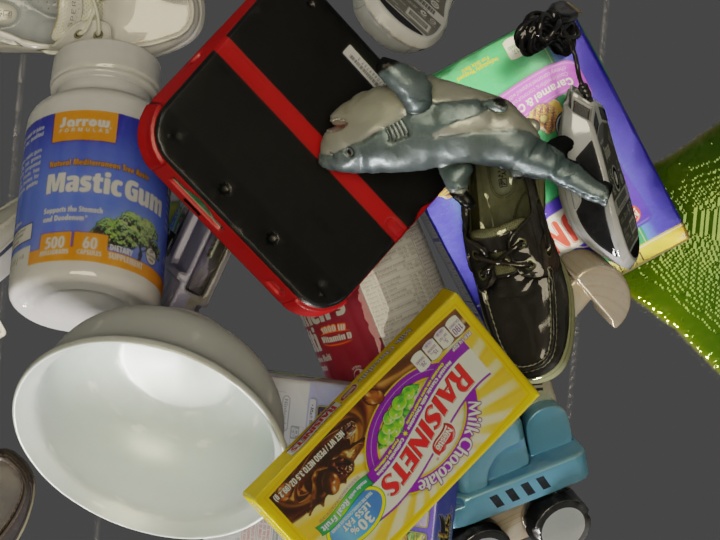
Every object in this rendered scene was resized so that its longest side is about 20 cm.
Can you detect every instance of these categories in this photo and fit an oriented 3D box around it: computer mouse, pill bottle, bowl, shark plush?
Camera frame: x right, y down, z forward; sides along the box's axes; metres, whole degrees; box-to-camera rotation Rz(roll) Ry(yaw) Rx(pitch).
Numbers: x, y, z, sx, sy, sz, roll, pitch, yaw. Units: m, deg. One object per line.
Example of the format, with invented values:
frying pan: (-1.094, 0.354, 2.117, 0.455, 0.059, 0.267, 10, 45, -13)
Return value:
computer mouse: (0.034, -0.210, 1.600, 0.110, 0.200, 0.044, 43, 124, -9)
pill bottle: (0.000, 0.000, 1.639, 0.109, 0.110, 0.201, -23, 92, 1)
bowl: (-0.135, 0.090, 1.539, 0.200, 0.091, 0.202, 9, 135, 10)
computer mouse: (0.154, -0.093, 1.576, 0.044, 0.110, 0.201, -13, 100, 17)
shark plush: (0.075, -0.083, 1.534, 0.199, 0.091, 0.084, 17, 91, -7)
pill bottle: (-0.194, -0.064, 1.611, 0.112, 0.112, 0.201, 2, 67, 0)

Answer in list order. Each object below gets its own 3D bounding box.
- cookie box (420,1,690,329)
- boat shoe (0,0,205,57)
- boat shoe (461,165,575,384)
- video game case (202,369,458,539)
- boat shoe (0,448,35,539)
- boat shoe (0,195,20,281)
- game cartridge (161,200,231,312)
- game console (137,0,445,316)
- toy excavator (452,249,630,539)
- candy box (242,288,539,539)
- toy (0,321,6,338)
cookie box: (0.125, -0.072, 1.655, 0.171, 0.075, 0.201, -28, 92, 0)
boat shoe: (-0.217, -0.192, 1.652, 0.199, 0.069, 0.071, -2, 89, -1)
boat shoe: (0.103, -0.020, 1.559, 0.072, 0.066, 0.202, -14, 72, 24)
video game case: (-0.023, 0.179, 1.583, 0.181, 0.045, 0.201, 7, 92, 24)
boat shoe: (-0.320, 0.222, 1.664, 0.074, 0.073, 0.200, 39, 91, -1)
boat shoe: (-0.311, -0.008, 1.628, 0.200, 0.071, 0.070, -40, 109, -22)
game cartridge: (-0.104, -0.057, 1.628, 0.038, 0.130, 0.201, 25, 91, -19)
game console: (-0.042, -0.087, 1.554, 0.200, 0.031, 0.177, 46, 69, -16)
toy excavator: (0.117, 0.103, 1.610, 0.194, 0.100, 0.201, -21, 120, -11)
candy box: (0.023, 0.118, 1.498, 0.200, 0.026, 0.102, -45, 112, -12)
toy: (-0.368, -0.010, 1.669, 0.115, 0.047, 0.201, -29, 92, -1)
